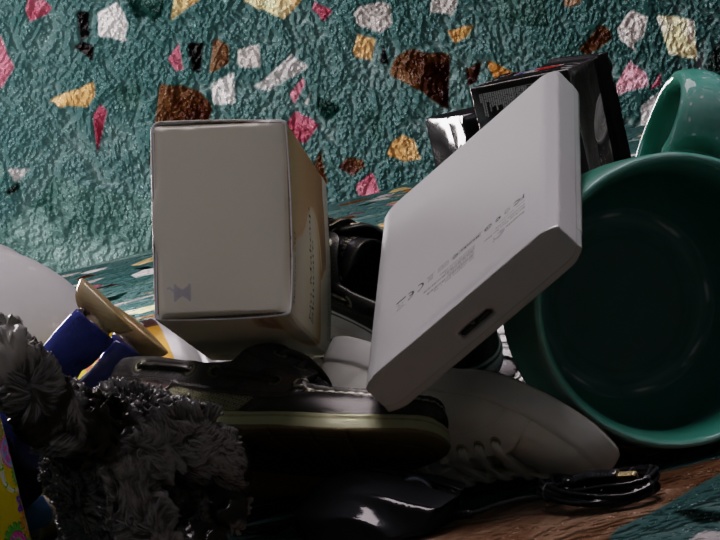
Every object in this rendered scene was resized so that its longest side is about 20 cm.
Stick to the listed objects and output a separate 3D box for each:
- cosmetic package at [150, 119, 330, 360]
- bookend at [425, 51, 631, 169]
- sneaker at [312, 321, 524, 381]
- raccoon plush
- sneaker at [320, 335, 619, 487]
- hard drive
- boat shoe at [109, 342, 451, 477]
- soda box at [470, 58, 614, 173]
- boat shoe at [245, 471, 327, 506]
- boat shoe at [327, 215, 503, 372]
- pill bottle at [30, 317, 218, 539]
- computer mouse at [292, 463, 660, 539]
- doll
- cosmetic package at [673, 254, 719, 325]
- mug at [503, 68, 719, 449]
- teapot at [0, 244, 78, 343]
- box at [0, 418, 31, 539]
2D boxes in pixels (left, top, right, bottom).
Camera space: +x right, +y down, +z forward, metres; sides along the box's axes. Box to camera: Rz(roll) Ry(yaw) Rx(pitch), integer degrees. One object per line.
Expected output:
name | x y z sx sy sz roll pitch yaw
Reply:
cosmetic package | -0.060 -0.013 1.575 0.071 0.106 0.200 -2 -6 5
bookend | 0.072 -0.018 1.877 0.198 0.201 0.092 -13 5 -17
sneaker | 0.053 0.067 1.746 0.200 0.112 0.073 23 54 23
raccoon plush | -0.141 0.085 1.496 0.097 0.200 0.134 -46 24 -28
sneaker | 0.047 0.097 1.581 0.200 0.085 0.073 12 -23 44
hard drive | 0.060 -0.019 1.559 0.132 0.026 0.200 -41 17 20
boat shoe | -0.048 0.068 1.559 0.200 0.066 0.072 -3 -25 22
soda box | 0.123 -0.021 1.790 0.063 0.201 0.071 -10 6 18
boat shoe | -0.059 0.099 1.677 0.200 0.072 0.065 -20 12 -17
boat shoe | 0.000 0.000 1.694 0.200 0.057 0.069 28 51 30
pill bottle | -0.153 0.091 1.746 0.199 0.110 0.109 -14 6 -15
computer mouse | 0.055 0.109 1.499 0.200 0.034 0.059 -10 5 23
doll | -0.190 0.102 1.638 0.200 0.048 0.136 -48 -34 0
cosmetic package | 0.226 0.018 1.748 0.103 0.087 0.200 -12 6 16
mug | 0.162 0.005 1.592 0.185 0.152 0.114 -46 6 -9
teapot | -0.248 0.050 1.866 0.197 0.146 0.200 -3 -38 -28
box | -0.305 0.143 1.516 0.192 0.122 0.200 -10 6 33
